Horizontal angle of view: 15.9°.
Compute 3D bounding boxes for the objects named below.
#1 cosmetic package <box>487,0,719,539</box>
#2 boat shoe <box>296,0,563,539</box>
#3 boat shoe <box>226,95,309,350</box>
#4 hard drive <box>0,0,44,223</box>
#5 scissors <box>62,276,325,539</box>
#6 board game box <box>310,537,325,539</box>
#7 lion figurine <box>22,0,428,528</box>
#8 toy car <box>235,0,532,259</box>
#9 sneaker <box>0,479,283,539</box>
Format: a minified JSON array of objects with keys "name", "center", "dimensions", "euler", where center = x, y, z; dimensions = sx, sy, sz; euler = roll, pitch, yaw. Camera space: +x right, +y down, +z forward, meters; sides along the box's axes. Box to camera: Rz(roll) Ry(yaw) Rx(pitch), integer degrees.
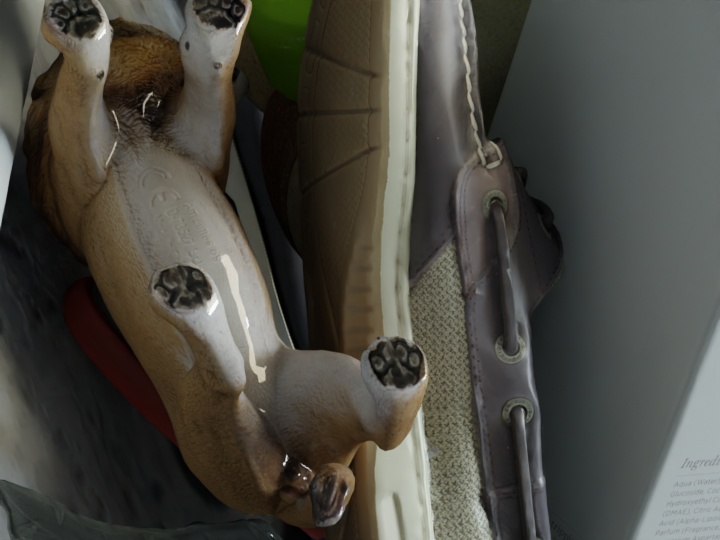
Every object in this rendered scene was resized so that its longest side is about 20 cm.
[{"name":"cosmetic package","center":[0.086,0.007,0.722],"dimensions":[0.081,0.201,0.113],"euler":[0,31,-37]},{"name":"boat shoe","center":[0.022,-0.001,0.688],"dimensions":[0.072,0.064,0.202],"euler":[-179,-93,-73]},{"name":"boat shoe","center":[0.000,0.000,0.915],"dimensions":[0.201,0.062,0.073],"euler":[68,14,14]},{"name":"hard drive","center":[-0.130,-0.104,0.688],"dimensions":[0.132,0.027,0.200],"euler":[58,14,-27]},{"name":"scissors","center":[-0.008,0.075,0.724],"dimensions":[0.200,0.014,0.073],"euler":[48,15,7]},{"name":"board game box","center":[0.083,0.162,0.806],"dimensions":[0.199,0.056,0.196],"euler":[29,31,-29]},{"name":"lion figurine","center":[-0.041,0.004,0.669],"dimensions":[0.123,0.072,0.201],"euler":[101,-25,-56]},{"name":"toy car","center":[0.017,-0.089,0.838],"dimensions":[0.200,0.157,0.165],"euler":[54,-10,46]},{"name":"sneaker","center":[-0.015,0.100,0.624],"dimensions":[0.104,0.060,0.199],"euler":[52,20,21]}]
